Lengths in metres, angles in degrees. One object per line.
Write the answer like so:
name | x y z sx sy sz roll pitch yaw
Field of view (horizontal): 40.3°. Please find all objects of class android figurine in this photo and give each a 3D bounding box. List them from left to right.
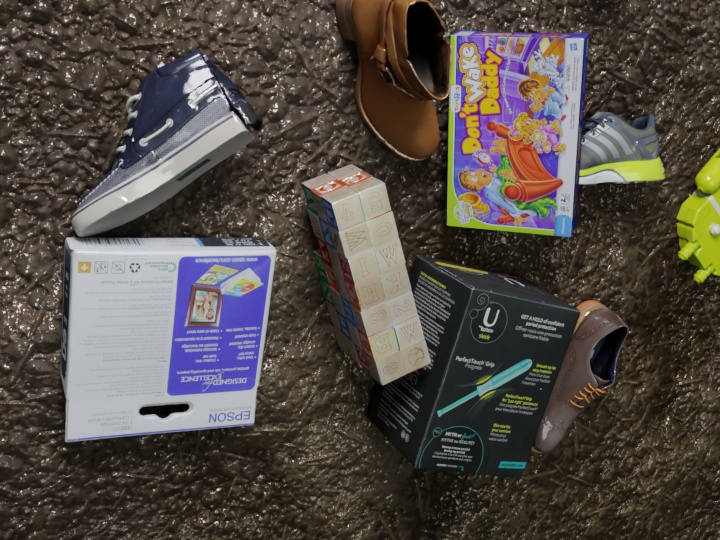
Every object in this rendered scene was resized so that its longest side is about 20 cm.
android figurine | 0.475 -0.074 1.233 0.200 0.041 0.182 -45 120 -7

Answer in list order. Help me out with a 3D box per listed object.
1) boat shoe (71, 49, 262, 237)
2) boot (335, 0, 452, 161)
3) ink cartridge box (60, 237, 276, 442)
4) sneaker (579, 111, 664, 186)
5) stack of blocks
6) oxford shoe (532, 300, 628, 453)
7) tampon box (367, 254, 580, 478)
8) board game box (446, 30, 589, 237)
boat shoe | -0.193 -0.117 0.895 0.199 0.075 0.093 -32 86 3
boot | 0.053 -0.179 0.929 0.076 0.155 0.201 -27 117 -15
ink cartridge box | -0.191 0.065 0.963 0.197 0.043 0.202 -1 112 -25
sneaker | 0.253 -0.136 1.098 0.199 0.074 0.082 -5 96 -27
stack of blocks | 0.000 0.000 0.991 0.058 0.115 0.201 -22 115 -16
oxford shoe | 0.258 0.138 1.185 0.071 0.073 0.201 16 101 -29
tampon box | 0.120 0.105 1.078 0.149 0.126 0.201 12 102 -29
board game box | 0.160 -0.142 1.012 0.133 0.045 0.202 6 111 18
